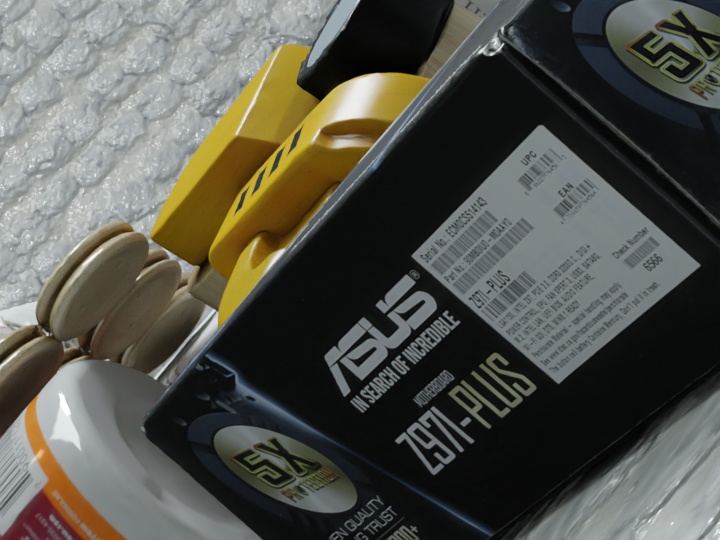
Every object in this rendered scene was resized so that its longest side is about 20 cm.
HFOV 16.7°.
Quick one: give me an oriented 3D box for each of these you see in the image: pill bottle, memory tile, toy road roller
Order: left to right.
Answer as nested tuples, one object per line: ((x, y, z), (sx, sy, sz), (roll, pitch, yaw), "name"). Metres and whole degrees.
((-0.139, 0.069, 0.952), (0.200, 0.017, 0.153), (-50, -14, -1), "memory tile")
((-0.125, 0.140, 0.899), (0.200, 0.114, 0.114), (-49, 3, 15), "pill bottle")
((0.000, 0.000, 0.842), (0.200, 0.123, 0.146), (-44, 17, 53), "toy road roller")

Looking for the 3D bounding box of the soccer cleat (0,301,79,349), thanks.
((-0.154, 0.045, 1.021), (0.200, 0.069, 0.085), (-30, -32, -44), "soccer cleat")

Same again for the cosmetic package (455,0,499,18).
((0.093, -0.103, 0.949), (0.200, 0.102, 0.074), (-50, 3, 14), "cosmetic package")

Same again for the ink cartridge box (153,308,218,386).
((-0.038, 0.053, 1.035), (0.200, 0.083, 0.147), (-49, 3, 0), "ink cartridge box")

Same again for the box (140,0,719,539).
((0.054, -0.024, 0.616), (0.164, 0.086, 0.200), (-51, 3, -39), "box")
